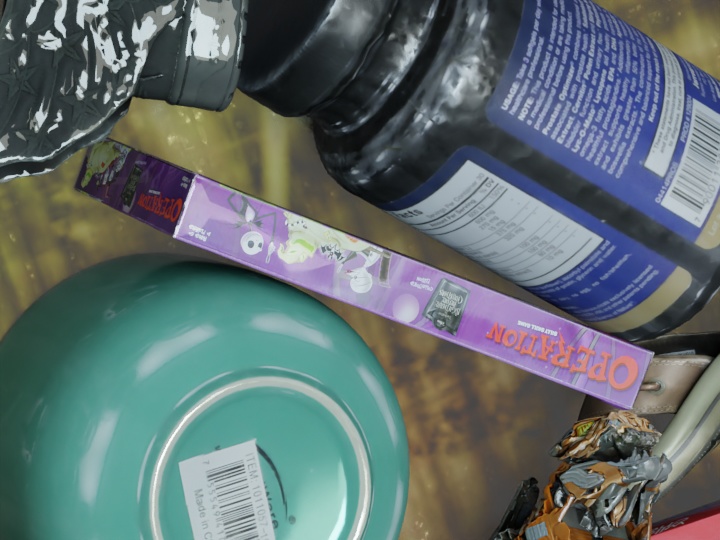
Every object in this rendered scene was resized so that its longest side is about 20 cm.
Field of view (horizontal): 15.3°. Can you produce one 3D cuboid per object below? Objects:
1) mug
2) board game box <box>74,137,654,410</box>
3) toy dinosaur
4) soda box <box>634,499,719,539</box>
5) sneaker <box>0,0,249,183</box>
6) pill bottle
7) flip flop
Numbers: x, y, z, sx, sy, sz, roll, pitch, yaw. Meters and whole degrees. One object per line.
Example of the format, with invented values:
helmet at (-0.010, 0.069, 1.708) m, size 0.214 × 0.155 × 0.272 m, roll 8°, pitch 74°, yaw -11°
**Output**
mug at (-0.046, 0.082, 1.006) m, size 0.185 × 0.114 × 0.153 m, roll 31°, pitch 82°, yaw -24°
board game box at (0.000, 0.000, 1.016) m, size 0.199 × 0.120 × 0.032 m, roll 21°, pitch 87°, yaw -25°
toy dinosaur at (0.074, 0.156, 1.024) m, size 0.102 × 0.136 × 0.201 m, roll -5°, pitch 120°, yaw -22°
soda box at (0.157, 0.123, 1.064) m, size 0.199 × 0.063 × 0.070 m, roll -22°, pitch 86°, yaw 23°
sneaker at (-0.092, -0.129, 0.988) m, size 0.104 × 0.060 × 0.201 m, roll 5°, pitch 80°, yaw -10°
pill bottle at (0.053, -0.061, 1.038) m, size 0.199 × 0.112 × 0.112 m, roll 29°, pitch 84°, yaw -25°
flip flop at (0.129, 0.044, 1.083) m, size 0.058 × 0.081 × 0.200 m, roll 45°, pitch 113°, yaw 9°
